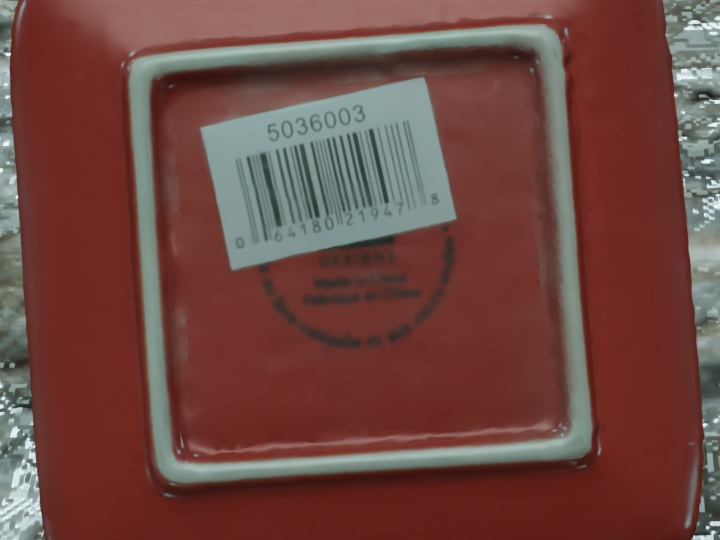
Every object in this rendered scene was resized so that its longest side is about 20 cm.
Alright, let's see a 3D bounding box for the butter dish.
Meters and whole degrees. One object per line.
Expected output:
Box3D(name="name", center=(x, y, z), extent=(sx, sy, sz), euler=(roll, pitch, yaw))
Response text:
Box3D(name="butter dish", center=(0.000, 0.000, 0.758), extent=(0.200, 0.148, 0.200), euler=(-4, 87, 2))
